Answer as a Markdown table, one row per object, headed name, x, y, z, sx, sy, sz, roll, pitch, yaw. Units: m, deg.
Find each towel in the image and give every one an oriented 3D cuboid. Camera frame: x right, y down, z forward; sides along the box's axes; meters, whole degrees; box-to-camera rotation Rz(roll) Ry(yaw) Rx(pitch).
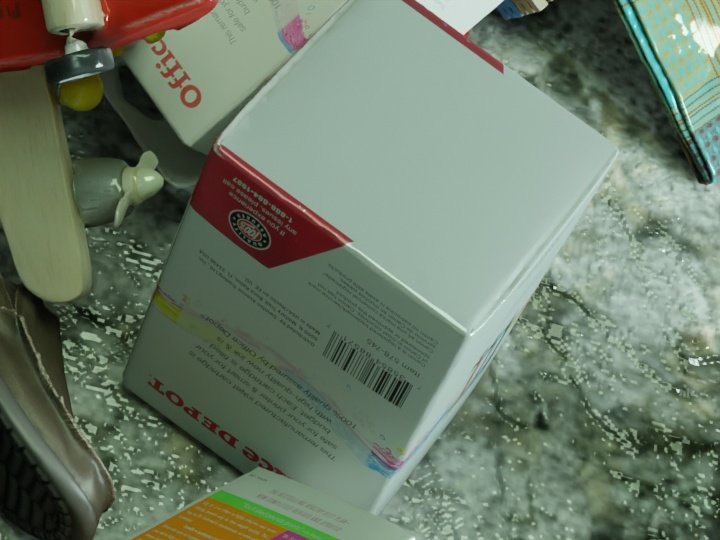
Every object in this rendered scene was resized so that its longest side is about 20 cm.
| name | x | y | z | sx | sy | sz | roll | pitch | yaw |
| --- | --- | --- | --- | --- | --- | --- | --- | --- | --- |
| towel | 0.199 | -0.168 | 1.456 | 0.146 | 0.022 | 0.201 | -33 | 104 | -24 |

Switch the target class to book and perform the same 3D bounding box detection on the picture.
| name | x | y | z | sx | sy | sz | roll | pitch | yaw |
| --- | --- | --- | --- | --- | --- | --- | --- | --- | --- |
| book | -0.087 | 0.156 | 1.156 | 0.199 | 0.133 | 0.048 | -24 | 106 | -28 |

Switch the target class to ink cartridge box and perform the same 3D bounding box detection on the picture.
| name | x | y | z | sx | sy | sz | roll | pitch | yaw |
| --- | --- | --- | --- | --- | --- | --- | --- | --- | --- |
| ink cartridge box | -0.043 | -0.143 | 1.329 | 0.200 | 0.125 | 0.129 | -39 | 70 | 10 |
| ink cartridge box | 0.000 | 0.000 | 1.243 | 0.145 | 0.200 | 0.145 | 36 | 52 | 6 |

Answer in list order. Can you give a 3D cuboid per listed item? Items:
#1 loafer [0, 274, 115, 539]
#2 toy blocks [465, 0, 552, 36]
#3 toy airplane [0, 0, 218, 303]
| name | x | y | z | sx | sy | sz | roll | pitch | yaw |
| --- | --- | --- | --- | --- | --- | --- | --- | --- | --- |
| loafer | -0.166 | 0.038 | 1.241 | 0.071 | 0.073 | 0.200 | -24 | 68 | -29 |
| toy blocks | 0.074 | -0.201 | 1.452 | 0.200 | 0.100 | 0.137 | -40 | 103 | -15 |
| toy airplane | -0.158 | -0.114 | 1.232 | 0.199 | 0.201 | 0.141 | 39 | 29 | 24 |
